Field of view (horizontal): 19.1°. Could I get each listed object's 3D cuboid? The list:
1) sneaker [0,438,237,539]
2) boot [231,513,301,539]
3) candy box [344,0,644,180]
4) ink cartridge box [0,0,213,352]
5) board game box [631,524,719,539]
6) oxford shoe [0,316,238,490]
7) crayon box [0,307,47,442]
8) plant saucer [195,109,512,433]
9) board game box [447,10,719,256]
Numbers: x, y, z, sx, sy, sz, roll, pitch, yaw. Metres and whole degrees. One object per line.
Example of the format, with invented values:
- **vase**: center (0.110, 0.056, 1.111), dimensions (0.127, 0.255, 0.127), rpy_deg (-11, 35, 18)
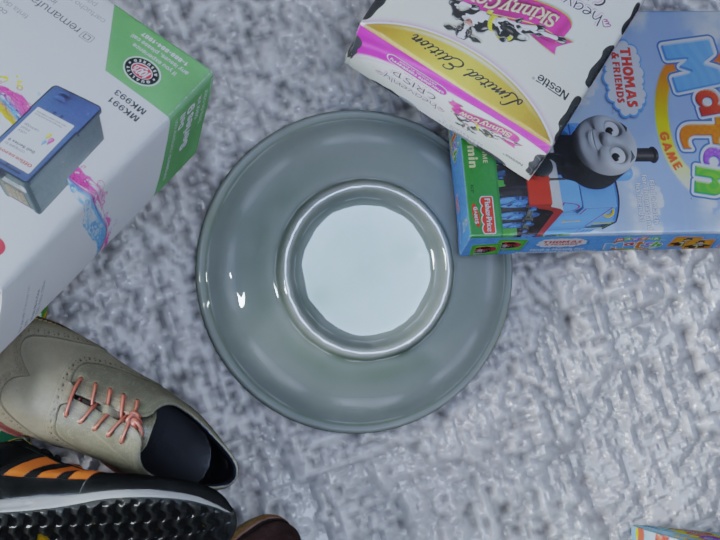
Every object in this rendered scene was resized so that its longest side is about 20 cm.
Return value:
- **sneaker**: center (-0.171, 0.125, 1.205), dimensions (0.199, 0.090, 0.070), rpy_deg (-1, 129, -18)
- **boot**: center (-0.033, 0.233, 1.222), dimensions (0.166, 0.073, 0.200), rpy_deg (10, 46, 27)
- **candy box**: center (0.100, -0.175, 1.293), dimensions (0.136, 0.061, 0.200), rpy_deg (32, 69, 1)
- **ink cartridge box**: center (-0.200, -0.069, 1.204), dimensions (0.145, 0.088, 0.200), rpy_deg (35, 57, 8)
- **board game box**: center (0.272, 0.220, 1.321), dimensions (0.199, 0.103, 0.105), rpy_deg (6, 87, -9)
- **oxford shoe**: center (-0.152, 0.074, 1.232), dimensions (0.200, 0.075, 0.071), rpy_deg (28, 76, -35)
- **crayon box**: center (-0.245, 0.002, 1.266), dimensions (0.125, 0.052, 0.201), rpy_deg (8, 87, -9)
- **plant saucer**: center (0.000, 0.000, 1.309), dimensions (0.199, 0.050, 0.201), rpy_deg (0, 88, -9)
- **board game box**: center (0.154, -0.087, 1.323), dimensions (0.199, 0.037, 0.152), rpy_deg (-1, 70, -11)
